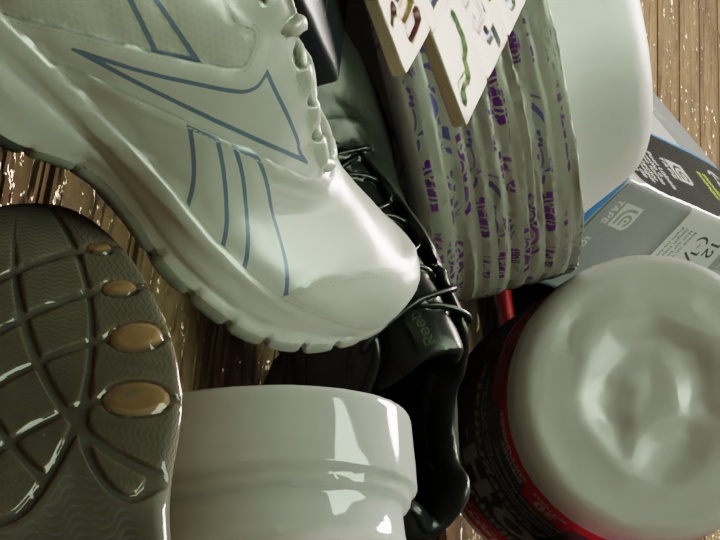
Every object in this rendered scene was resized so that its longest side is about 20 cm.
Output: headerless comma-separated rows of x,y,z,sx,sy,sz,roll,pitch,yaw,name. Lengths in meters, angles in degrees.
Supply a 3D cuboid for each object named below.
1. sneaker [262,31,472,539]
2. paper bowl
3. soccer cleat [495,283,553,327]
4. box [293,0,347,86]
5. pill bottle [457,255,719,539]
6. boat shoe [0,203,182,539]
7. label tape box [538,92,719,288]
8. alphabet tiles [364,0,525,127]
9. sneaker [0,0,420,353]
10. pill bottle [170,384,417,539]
0.000,0.000,1.026,0.091,0.076,0.200,5,-68,62,sneaker
0.044,-0.092,1.134,0.201,0.104,0.201,166,-90,-83,paper bowl
0.088,-0.036,1.431,0.076,0.067,0.200,42,43,-80,soccer cleat
-0.073,-0.177,0.885,0.182,0.104,0.200,66,21,-44,box
0.093,0.064,1.207,0.200,0.110,0.111,135,-51,-75,pill bottle
-0.084,0.074,0.782,0.072,0.076,0.200,114,-28,-51,boat shoe
0.110,-0.045,1.310,0.200,0.066,0.143,16,31,-51,label tape box
0.018,-0.147,0.947,0.200,0.006,0.167,-64,136,-58,alphabet tiles
-0.042,-0.047,0.823,0.200,0.087,0.075,39,14,-39,sneaker
-0.023,0.141,0.842,0.116,0.116,0.200,42,41,-65,pill bottle
